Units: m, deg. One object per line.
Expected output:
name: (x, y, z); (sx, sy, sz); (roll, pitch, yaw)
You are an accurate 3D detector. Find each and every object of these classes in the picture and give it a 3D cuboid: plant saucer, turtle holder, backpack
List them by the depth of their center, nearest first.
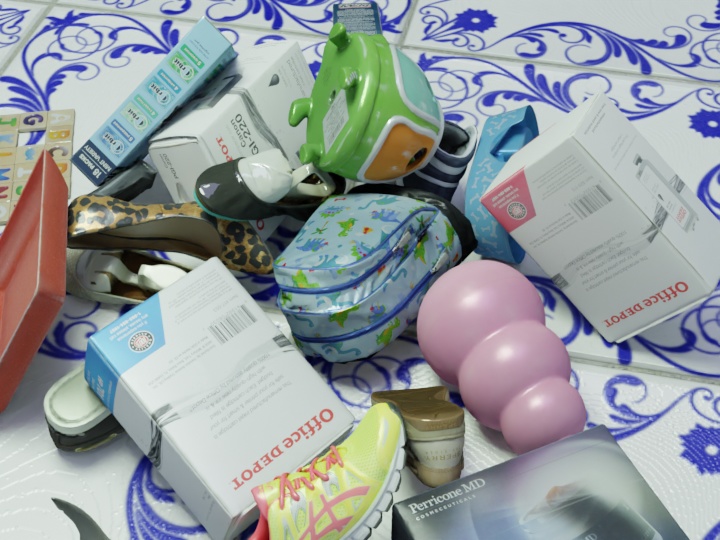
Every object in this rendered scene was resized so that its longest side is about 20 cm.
plant saucer: (-0.322, 0.021, 1.125); (0.036, 0.201, 0.201); (17, 37, -26)
backpack: (0.000, 0.000, 1.166); (0.161, 0.155, 0.201); (11, 57, 34)
turtle holder: (0.007, -0.166, 1.213); (0.130, 0.143, 0.186); (16, 14, -23)

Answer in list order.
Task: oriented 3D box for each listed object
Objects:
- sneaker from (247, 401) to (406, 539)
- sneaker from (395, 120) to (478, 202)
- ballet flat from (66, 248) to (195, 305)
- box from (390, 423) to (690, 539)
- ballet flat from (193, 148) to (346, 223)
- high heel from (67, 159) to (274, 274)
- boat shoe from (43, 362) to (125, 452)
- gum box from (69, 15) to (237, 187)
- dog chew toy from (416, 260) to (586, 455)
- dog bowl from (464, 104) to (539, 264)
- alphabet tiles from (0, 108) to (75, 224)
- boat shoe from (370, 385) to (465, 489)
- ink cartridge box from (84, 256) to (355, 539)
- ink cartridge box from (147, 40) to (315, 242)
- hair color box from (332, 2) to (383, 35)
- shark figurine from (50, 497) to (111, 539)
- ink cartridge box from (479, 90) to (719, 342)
sneaker: (-0.039, 0.182, 0.933); (0.090, 0.201, 0.078); (34, 1, -14)
sneaker: (0.072, -0.143, 1.313); (0.069, 0.110, 0.201); (9, 36, -20)
ballet flat: (-0.227, 0.002, 1.203); (0.197, 0.062, 0.068); (11, 72, 11)
box: (0.148, 0.252, 0.909); (0.197, 0.125, 0.199); (-17, 45, -17)
ballet flat: (-0.084, -0.089, 1.199); (0.199, 0.068, 0.069); (-1, 56, -56)
high heel: (-0.191, -0.022, 1.168); (0.198, 0.072, 0.143); (31, 43, 12)
boat shoe: (-0.205, 0.098, 1.113); (0.200, 0.061, 0.072); (-30, 62, -29)
gum box: (-0.216, -0.178, 1.277); (0.045, 0.170, 0.200); (43, 92, -7)
dog chew toy: (0.135, 0.088, 1.087); (0.123, 0.125, 0.201); (-19, 55, -19)
dog bowl: (0.155, -0.094, 1.282); (0.049, 0.113, 0.201); (0, 42, 21)
alphabet tiles: (-0.418, -0.121, 1.383); (0.164, 0.008, 0.202); (-6, 44, -6)
boat shoe: (0.048, 0.140, 1.024); (0.070, 0.066, 0.200); (-6, 3, -3)
ink cartridge box: (-0.125, 0.112, 1.038); (0.146, 0.086, 0.200); (-34, 75, -31)
ink cartridge box: (-0.119, -0.134, 1.282); (0.084, 0.147, 0.200); (-1, 37, 39)
hair color box: (-0.002, -0.243, 1.400); (0.059, 0.102, 0.201); (-2, 25, 0)
shark figurine: (-0.167, 0.261, 0.929); (0.126, 0.090, 0.216); (-14, 47, -16)
ink cartridge box: (0.235, -0.046, 1.140); (0.200, 0.146, 0.083); (46, 51, -7)
